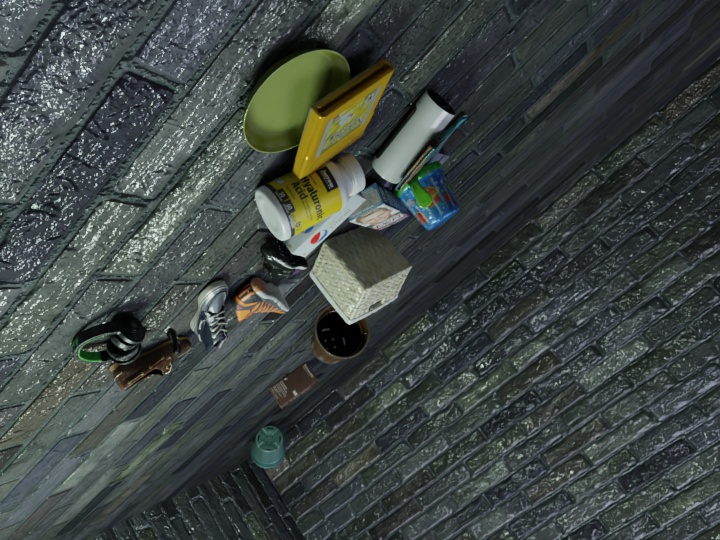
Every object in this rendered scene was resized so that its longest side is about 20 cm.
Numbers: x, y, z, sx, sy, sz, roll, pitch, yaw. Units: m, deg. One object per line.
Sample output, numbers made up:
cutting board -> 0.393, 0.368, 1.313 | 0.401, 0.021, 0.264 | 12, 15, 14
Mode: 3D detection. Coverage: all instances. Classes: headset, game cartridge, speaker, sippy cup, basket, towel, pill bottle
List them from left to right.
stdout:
headset -> -0.471, 0.152, 1.115 | 0.199, 0.094, 0.124 | -9, 150, -36
pill bottle -> -0.093, -0.150, 1.063 | 0.199, 0.112, 0.111 | -32, 163, -21
game cartridge -> -0.034, -0.254, 0.951 | 0.176, 0.032, 0.200 | -42, 174, -25
basket -> 0.000, 0.000, 1.515 | 0.197, 0.200, 0.161 | -25, 154, -36
speaker -> 0.112, -0.285, 1.179 | 0.081, 0.081, 0.200 | -14, 152, -53
game cartridge -> 0.138, -0.257, 1.391 | 0.130, 0.038, 0.199 | -51, 159, 27
sippy cup -> 0.171, -0.176, 1.350 | 0.177, 0.131, 0.140 | -30, 175, -37
towel -> 0.158, -0.263, 1.214 | 0.200, 0.022, 0.147 | -50, -179, -44

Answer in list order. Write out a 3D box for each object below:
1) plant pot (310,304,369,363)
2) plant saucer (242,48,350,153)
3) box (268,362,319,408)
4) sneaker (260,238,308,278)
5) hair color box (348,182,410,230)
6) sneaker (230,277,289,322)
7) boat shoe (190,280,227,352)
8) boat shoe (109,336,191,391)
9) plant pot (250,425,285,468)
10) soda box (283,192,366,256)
plant pot -> -0.091, 0.246, 2.007 | 0.199, 0.201, 0.198 | -29, 169, -27
plant saucer -> -0.105, -0.269, 0.863 | 0.199, 0.031, 0.200 | -35, 163, -12
box -> -0.290, 0.505, 2.412 | 0.199, 0.100, 0.075 | -34, 163, -14
sneaker -> -0.195, -0.012, 1.292 | 0.087, 0.076, 0.200 | -34, 164, 9
hair color box -> 0.043, -0.155, 1.376 | 0.100, 0.061, 0.200 | -26, 168, 20
sneaker -> -0.267, 0.085, 1.416 | 0.112, 0.078, 0.200 | -35, 153, 6
boat shoe -> -0.336, 0.111, 1.285 | 0.074, 0.093, 0.200 | -24, 159, -38
boat shoe -> -0.489, 0.224, 1.315 | 0.199, 0.070, 0.071 | -25, 158, -41
plant pot -> -0.512, 0.976, 3.075 | 0.199, 0.200, 0.197 | -28, 154, -29
soda box -> -0.087, -0.121, 1.235 | 0.200, 0.064, 0.068 | -43, 162, 13
